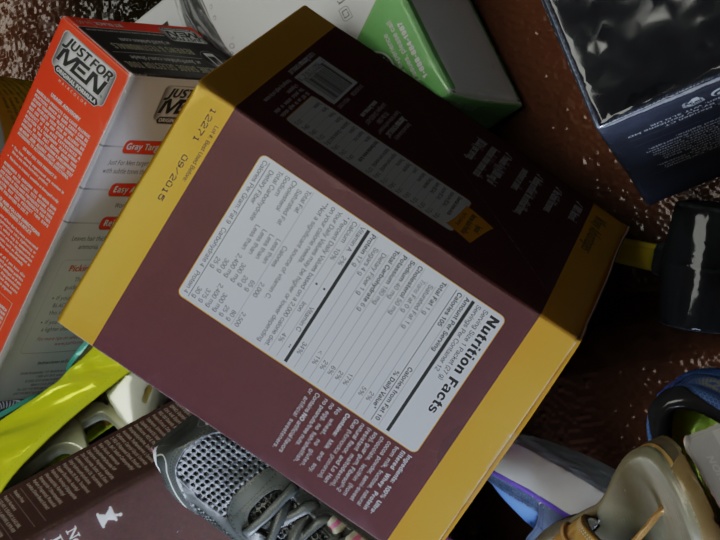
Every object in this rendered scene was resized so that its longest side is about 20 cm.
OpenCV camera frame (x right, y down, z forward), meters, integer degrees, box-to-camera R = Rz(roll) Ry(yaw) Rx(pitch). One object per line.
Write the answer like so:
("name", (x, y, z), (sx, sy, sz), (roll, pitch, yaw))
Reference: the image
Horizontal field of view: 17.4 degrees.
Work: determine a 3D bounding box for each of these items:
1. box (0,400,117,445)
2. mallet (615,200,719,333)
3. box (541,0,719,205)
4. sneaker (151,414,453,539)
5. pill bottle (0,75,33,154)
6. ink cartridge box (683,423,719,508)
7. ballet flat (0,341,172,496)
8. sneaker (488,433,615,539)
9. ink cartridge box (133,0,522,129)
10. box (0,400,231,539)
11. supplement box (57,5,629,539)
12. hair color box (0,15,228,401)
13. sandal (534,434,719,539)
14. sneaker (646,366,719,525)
("box", (-0.201, 0.116, 1.319), (0.199, 0.148, 0.105), (27, 141, 29))
("mallet", (0.111, -0.026, 1.210), (0.199, 0.041, 0.066), (22, 102, 34))
("box", (0.137, -0.153, 1.082), (0.117, 0.200, 0.198), (-23, 77, 10))
("sneaker", (-0.009, 0.132, 1.120), (0.080, 0.200, 0.086), (-48, 25, 14))
("pill bottle", (-0.207, -0.052, 1.298), (0.112, 0.199, 0.114), (-3, 85, 40))
("ink cartridge box", (0.234, 0.126, 1.038), (0.162, 0.199, 0.050), (61, 141, 16))
("ballet flat", (-0.143, 0.080, 1.223), (0.200, 0.067, 0.067), (-38, 70, -14))
("sneaker", (0.120, 0.186, 1.175), (0.199, 0.080, 0.147), (30, 100, 21))
("ink cartridge box", (-0.035, -0.101, 1.268), (0.200, 0.084, 0.147), (-34, 73, 27))
("box", (-0.107, 0.137, 1.179), (0.075, 0.199, 0.101), (29, 145, 63))
("supplement box", (0.000, 0.000, 1.105), (0.199, 0.197, 0.133), (34, 110, 2))
("hair color box", (-0.143, -0.030, 1.230), (0.061, 0.101, 0.201), (41, 114, 29))
("sandal", (0.110, 0.134, 1.050), (0.081, 0.054, 0.200), (62, 157, 9))
("sneaker", (0.182, 0.138, 1.067), (0.078, 0.089, 0.201), (-35, 72, 23))
